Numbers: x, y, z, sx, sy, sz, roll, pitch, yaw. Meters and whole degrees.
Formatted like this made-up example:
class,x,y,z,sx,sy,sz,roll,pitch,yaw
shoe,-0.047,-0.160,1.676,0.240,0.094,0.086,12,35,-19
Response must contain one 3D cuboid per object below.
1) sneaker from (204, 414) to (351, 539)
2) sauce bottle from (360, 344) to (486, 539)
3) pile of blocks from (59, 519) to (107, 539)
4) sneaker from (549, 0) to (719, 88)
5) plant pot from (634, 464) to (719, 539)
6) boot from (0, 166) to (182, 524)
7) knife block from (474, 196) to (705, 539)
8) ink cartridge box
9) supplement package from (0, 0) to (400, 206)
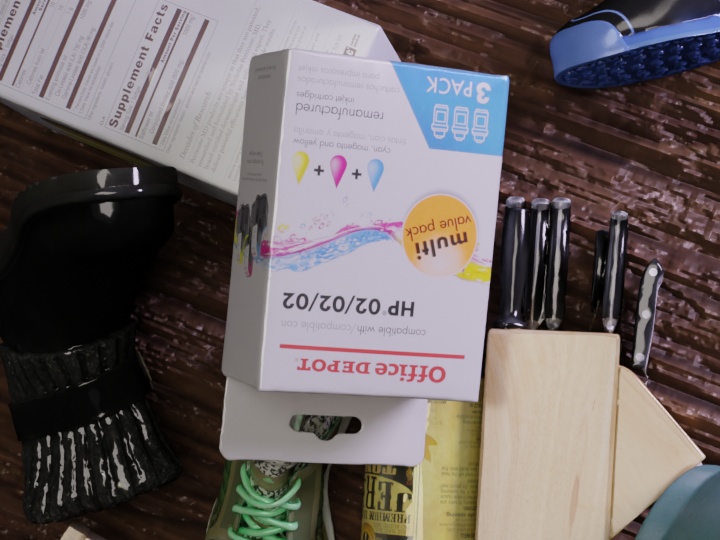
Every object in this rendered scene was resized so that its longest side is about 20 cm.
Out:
class,x,y,z,sx,sy,sz,roll,pitch,yaw
sneaker,-0.050,0.113,0.902,0.077,0.089,0.200,8,86,10
sauce bottle,0.032,0.135,0.898,0.065,0.065,0.200,2,83,10
pile of blocks,-0.128,0.232,0.923,0.082,0.062,0.200,-8,91,-3
sneaker,0.190,-0.159,0.902,0.200,0.070,0.078,-17,78,2
plant pot,0.207,0.168,0.814,0.134,0.200,0.201,18,87,38
boot,-0.135,0.043,0.886,0.079,0.211,0.158,-9,77,-28
knife block,0.090,0.064,0.896,0.200,0.064,0.176,-42,79,4
ink cartridge box,0.000,0.000,0.819,0.115,0.068,0.200,4,93,-20
supplement package,-0.091,-0.105,0.919,0.200,0.114,0.110,23,87,12
